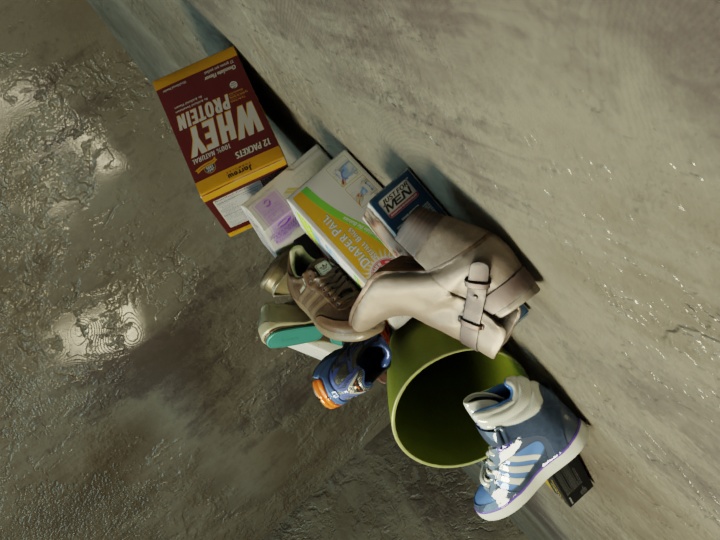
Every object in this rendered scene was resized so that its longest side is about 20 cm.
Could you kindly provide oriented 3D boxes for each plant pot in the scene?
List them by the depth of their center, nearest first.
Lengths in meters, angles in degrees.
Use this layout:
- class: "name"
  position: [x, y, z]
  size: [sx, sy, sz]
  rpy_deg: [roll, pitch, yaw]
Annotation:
- class: "plant pot"
  position: [0.110, 0.131, 1.093]
  size: [0.188, 0.186, 0.200]
  rpy_deg: [53, -173, -30]

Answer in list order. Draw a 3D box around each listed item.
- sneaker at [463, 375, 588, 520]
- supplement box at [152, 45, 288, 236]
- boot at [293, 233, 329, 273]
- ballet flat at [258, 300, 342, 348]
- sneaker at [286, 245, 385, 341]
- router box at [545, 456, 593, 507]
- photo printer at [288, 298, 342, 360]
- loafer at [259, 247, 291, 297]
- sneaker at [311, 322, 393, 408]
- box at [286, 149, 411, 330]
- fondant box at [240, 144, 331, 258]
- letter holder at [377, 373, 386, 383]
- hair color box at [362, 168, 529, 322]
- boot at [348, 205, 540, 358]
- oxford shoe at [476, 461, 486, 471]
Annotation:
- class: "sneaker"
  position: [0.171, 0.214, 1.002]
  size: [0.146, 0.200, 0.081]
  rpy_deg: [37, -152, -9]
- class: "supplement box"
  position: [-0.199, -0.191, 1.225]
  size: [0.200, 0.132, 0.198]
  rpy_deg: [80, 165, -76]
- class: "boot"
  position: [0.000, 0.000, 1.136]
  size: [0.200, 0.144, 0.072]
  rpy_deg: [46, 170, 18]
- class: "ballet flat"
  position: [-0.051, 0.069, 1.125]
  size: [0.199, 0.070, 0.069]
  rpy_deg: [3, -162, -28]
- class: "sneaker"
  position: [-0.044, 0.027, 1.028]
  size: [0.200, 0.070, 0.076]
  rpy_deg: [27, 137, 51]
- class: "router box"
  position: [0.255, 0.245, 1.194]
  size: [0.157, 0.052, 0.200]
  rpy_deg: [43, 170, 50]
- class: "photo printer"
  position: [-0.021, 0.045, 1.224]
  size: [0.166, 0.202, 0.069]
  rpy_deg: [25, 160, -27]
- class: "loafer"
  position: [-0.083, 0.008, 1.276]
  size: [0.067, 0.076, 0.200]
  rpy_deg: [41, -155, 20]
- class: "sneaker"
  position: [0.014, 0.104, 1.048]
  size: [0.078, 0.200, 0.076]
  rpy_deg: [-14, 120, 35]
- class: "box"
  position: [0.013, -0.038, 1.029]
  size: [0.200, 0.101, 0.113]
  rpy_deg: [47, 173, 18]
- class: "fondant box"
  position: [-0.094, -0.094, 1.221]
  size: [0.058, 0.144, 0.200]
  rpy_deg: [48, 173, 14]
- class: "letter holder"
  position: [0.084, 0.142, 1.355]
  size: [0.101, 0.142, 0.200]
  rpy_deg: [44, 171, 35]
- class: "hair color box"
  position: [0.089, -0.009, 0.878]
  size: [0.200, 0.060, 0.100]
  rpy_deg: [50, 172, 3]
- class: "boot"
  position: [0.080, 0.035, 0.790]
  size: [0.146, 0.070, 0.201]
  rpy_deg: [38, 135, 10]
- class: "oxford shoe"
  position: [0.200, 0.249, 1.331]
  size: [0.084, 0.073, 0.201]
  rpy_deg: [-19, -105, -50]
